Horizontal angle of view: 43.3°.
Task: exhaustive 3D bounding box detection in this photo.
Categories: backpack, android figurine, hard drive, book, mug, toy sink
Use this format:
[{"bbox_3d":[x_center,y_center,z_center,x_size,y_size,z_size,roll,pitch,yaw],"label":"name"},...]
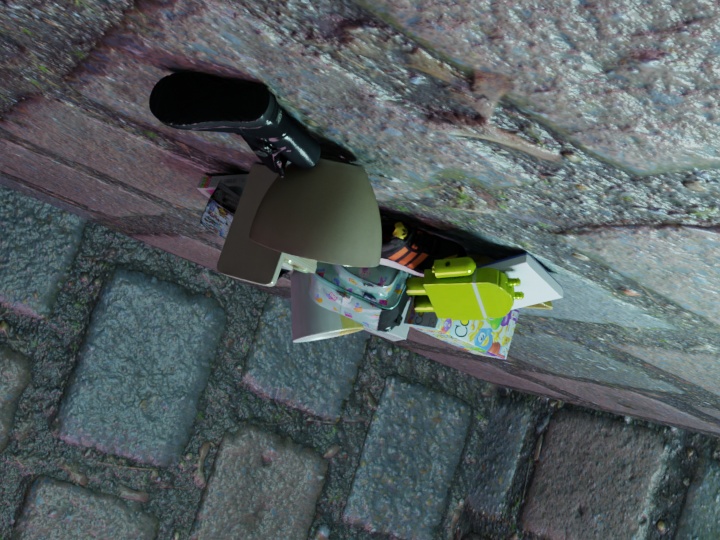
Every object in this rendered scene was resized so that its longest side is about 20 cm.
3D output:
[{"bbox_3d":[0.000,0.000,1.713,0.197,0.177,0.155,16,142,16],"label":"backpack"},{"bbox_3d":[0.182,0.038,1.568,0.197,0.042,0.183,-4,147,19],"label":"android figurine"},{"bbox_3d":[0.241,0.032,1.613,0.198,0.026,0.132,-17,141,36],"label":"hard drive"},{"bbox_3d":[-0.220,-0.144,1.772,0.133,0.049,0.199,28,167,-35],"label":"book"},{"bbox_3d":[-0.065,0.057,1.861,0.185,0.156,0.149,-4,170,-38],"label":"mug"},{"bbox_3d":[-0.139,-0.064,1.561,0.129,0.203,0.112,12,169,33],"label":"toy sink"}]

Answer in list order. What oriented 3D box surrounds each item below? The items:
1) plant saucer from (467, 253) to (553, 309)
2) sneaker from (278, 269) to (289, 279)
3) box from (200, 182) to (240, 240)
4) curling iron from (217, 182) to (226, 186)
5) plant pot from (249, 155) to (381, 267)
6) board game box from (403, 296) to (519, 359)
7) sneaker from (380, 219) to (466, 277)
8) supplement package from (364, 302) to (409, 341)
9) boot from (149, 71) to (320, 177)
[{"bbox_3d":[0.244,0.016,1.734,0.198,0.049,0.199,22,171,-23],"label":"plant saucer"},{"bbox_3d":[-0.140,-0.034,1.762,0.071,0.083,0.200,32,152,1],"label":"sneaker"},{"bbox_3d":[-0.233,-0.089,1.727,0.136,0.040,0.200,35,163,-6],"label":"box"},{"bbox_3d":[-0.226,-0.111,1.760,0.049,0.026,0.200,1,155,23],"label":"curling iron"},{"bbox_3d":[-0.054,-0.095,1.324,0.197,0.137,0.200,12,-170,-2],"label":"plant pot"},{"bbox_3d":[0.201,0.092,1.788,0.198,0.106,0.102,24,170,-33],"label":"board game box"},{"bbox_3d":[0.087,-0.045,1.582,0.197,0.071,0.090,11,154,13],"label":"sneaker"},{"bbox_3d":[0.025,0.056,2.099,0.197,0.158,0.111,20,170,-9],"label":"supplement package"},{"bbox_3d":[-0.167,-0.192,1.231,0.197,0.078,0.168,9,164,24],"label":"boot"}]
